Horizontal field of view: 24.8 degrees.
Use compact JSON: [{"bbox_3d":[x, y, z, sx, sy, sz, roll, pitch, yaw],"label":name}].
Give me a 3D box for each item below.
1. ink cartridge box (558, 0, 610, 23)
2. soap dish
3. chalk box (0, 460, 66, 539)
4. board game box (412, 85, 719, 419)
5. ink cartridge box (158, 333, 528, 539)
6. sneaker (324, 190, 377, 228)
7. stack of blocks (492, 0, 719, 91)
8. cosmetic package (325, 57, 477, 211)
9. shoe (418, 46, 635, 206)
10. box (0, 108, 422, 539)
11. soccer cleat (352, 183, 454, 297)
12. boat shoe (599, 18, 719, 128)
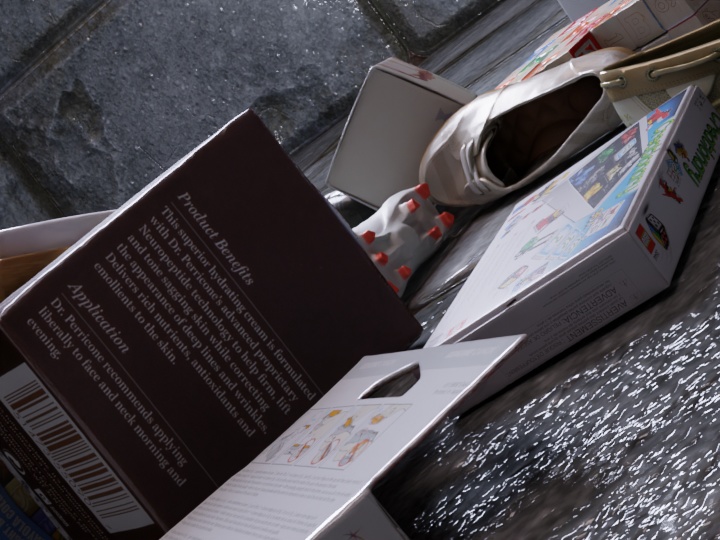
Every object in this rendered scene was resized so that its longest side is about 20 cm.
[{"bbox_3d":[0.209,-0.298,1.363,0.145,0.201,0.087,-42,9,-31],"label":"ink cartridge box"},{"bbox_3d":[-0.245,0.024,1.100,0.199,0.082,0.157,-17,-2,36],"label":"soap dish"},{"bbox_3d":[-0.300,0.190,1.151,0.124,0.124,0.200,-31,10,42],"label":"chalk box"},{"bbox_3d":[0.107,-0.015,0.794,0.126,0.035,0.200,-35,8,30],"label":"board game box"},{"bbox_3d":[-0.019,0.102,0.667,0.173,0.044,0.200,-40,7,-17],"label":"ink cartridge box"},{"bbox_3d":[-0.058,0.009,1.336,0.200,0.067,0.091,-37,10,35],"label":"sneaker"},{"bbox_3d":[0.186,-0.157,1.175,0.115,0.059,0.199,-44,9,-36],"label":"stack of blocks"},{"bbox_3d":[0.036,-0.106,1.304,0.200,0.087,0.104,-63,-3,-81],"label":"cosmetic package"},{"bbox_3d":[0.109,-0.096,1.133,0.199,0.070,0.053,-29,3,38],"label":"shoe"},{"bbox_3d":[-0.109,0.046,0.946,0.200,0.166,0.164,-41,8,-28],"label":"box"},{"bbox_3d":[0.000,0.000,1.119,0.077,0.070,0.200,-39,-1,32],"label":"soccer cleat"},{"bbox_3d":[0.218,-0.131,0.851,0.200,0.063,0.073,-34,9,32],"label":"boat shoe"}]
